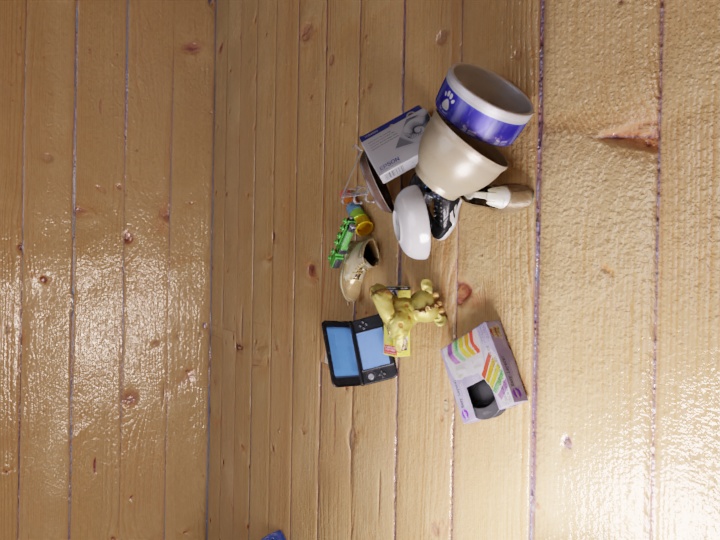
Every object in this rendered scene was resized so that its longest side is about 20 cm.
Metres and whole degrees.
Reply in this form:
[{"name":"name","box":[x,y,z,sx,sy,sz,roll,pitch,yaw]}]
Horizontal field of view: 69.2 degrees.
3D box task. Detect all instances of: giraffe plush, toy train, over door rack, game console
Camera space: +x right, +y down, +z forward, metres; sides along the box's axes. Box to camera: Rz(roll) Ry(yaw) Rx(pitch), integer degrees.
[{"name":"giraffe plush","box":[0.131,0.100,1.374,0.200,0.162,0.173,-115,0,-61]},{"name":"toy train","box":[-0.058,-0.086,1.677,0.056,0.042,0.200,-111,34,-41]},{"name":"over door rack","box":[0.019,-0.303,1.650,0.148,0.066,0.201,4,80,54]},{"name":"game console","box":[-0.001,0.232,1.540,0.175,0.116,0.201,-16,70,12]}]

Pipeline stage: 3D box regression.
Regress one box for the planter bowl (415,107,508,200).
[{"name":"planter bowl","box":[0.206,-0.243,1.156,0.135,0.200,0.201,-51,47,29]}]

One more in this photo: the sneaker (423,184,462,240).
[{"name":"sneaker","box":[0.195,-0.170,1.309,0.073,0.112,0.200,54,133,46]}]

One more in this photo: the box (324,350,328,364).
[{"name":"box","box":[-0.036,0.278,1.708,0.200,0.078,0.095,5,93,58]}]

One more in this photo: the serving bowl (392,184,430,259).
[{"name":"serving bowl","box":[0.127,-0.124,1.387,0.200,0.066,0.201,171,90,-84]}]

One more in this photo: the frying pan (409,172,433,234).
[{"name":"frying pan","box":[0.166,-0.192,1.441,0.115,0.031,0.191,4,90,60]}]

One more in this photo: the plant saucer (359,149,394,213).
[{"name":"plant saucer","box":[0.044,-0.251,1.500,0.032,0.200,0.201,-22,64,13]}]

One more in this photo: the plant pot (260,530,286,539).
[{"name":"plant pot","box":[-0.390,1.244,2.168,0.200,0.179,0.201,35,117,54]}]

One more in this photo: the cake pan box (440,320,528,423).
[{"name":"cake pan box","box":[0.282,0.243,1.216,0.184,0.052,0.201,-46,51,51]}]

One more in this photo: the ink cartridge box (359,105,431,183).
[{"name":"ink cartridge box","box":[0.107,-0.356,1.410,0.199,0.041,0.200,-28,55,5]}]

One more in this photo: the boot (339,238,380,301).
[{"name":"boot","box":[0.000,0.000,1.659,0.155,0.073,0.201,-4,80,63]}]

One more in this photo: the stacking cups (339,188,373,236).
[{"name":"stacking cups","box":[-0.016,-0.197,1.719,0.061,0.060,0.200,-64,34,35]}]

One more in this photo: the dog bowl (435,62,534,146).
[{"name":"dog bowl","box":[0.264,-0.356,1.117,0.079,0.200,0.200,-62,41,40]}]

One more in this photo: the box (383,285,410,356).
[{"name":"box","box":[0.105,0.144,1.507,0.075,0.050,0.201,1,90,58]}]

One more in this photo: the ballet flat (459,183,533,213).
[{"name":"ballet flat","box":[0.294,-0.169,1.184,0.200,0.072,0.068,23,109,56]}]
